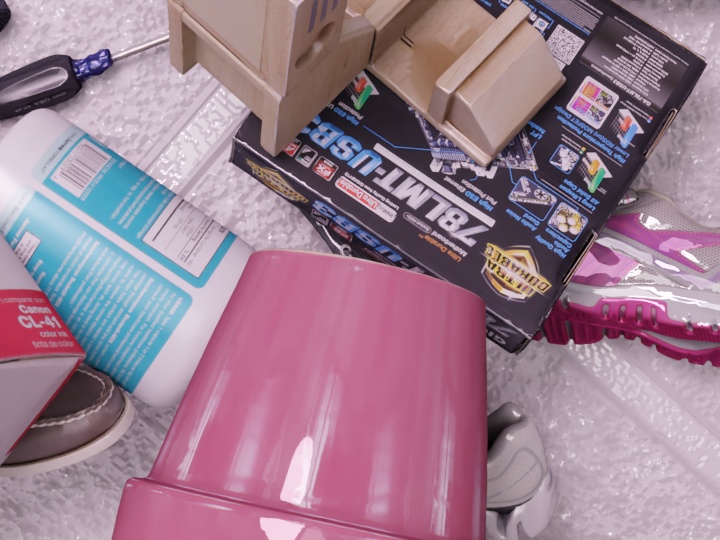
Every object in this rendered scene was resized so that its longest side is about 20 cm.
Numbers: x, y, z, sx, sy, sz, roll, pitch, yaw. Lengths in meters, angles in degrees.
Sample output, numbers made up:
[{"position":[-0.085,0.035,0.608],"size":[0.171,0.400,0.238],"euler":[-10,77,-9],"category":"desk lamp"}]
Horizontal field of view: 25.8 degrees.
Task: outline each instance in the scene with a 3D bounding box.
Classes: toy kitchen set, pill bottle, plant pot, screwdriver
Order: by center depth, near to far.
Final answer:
[{"position":[0.031,-0.151,0.784],"size":[0.163,0.181,0.200],"euler":[41,73,8],"category":"toy kitchen set"},{"position":[-0.015,0.091,0.807],"size":[0.199,0.200,0.180],"euler":[13,82,-3],"category":"plant pot"},{"position":[-0.133,0.004,0.907],"size":[0.200,0.111,0.111],"euler":[35,94,-5],"category":"pill bottle"},{"position":[-0.133,-0.135,0.931],"size":[0.199,0.028,0.029],"euler":[-24,125,4],"category":"screwdriver"}]

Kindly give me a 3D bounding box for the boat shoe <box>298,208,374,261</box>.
[{"position":[0.000,0.000,0.929],"size":[0.066,0.075,0.200],"euler":[-28,96,3],"category":"boat shoe"}]

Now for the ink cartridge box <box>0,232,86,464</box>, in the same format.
[{"position":[-0.257,0.021,0.828],"size":[0.148,0.085,0.200],"euler":[-48,65,24],"category":"ink cartridge box"}]

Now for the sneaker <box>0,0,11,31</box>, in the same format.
[{"position":[-0.306,-0.145,0.909],"size":[0.199,0.070,0.082],"euler":[-18,80,-7],"category":"sneaker"}]

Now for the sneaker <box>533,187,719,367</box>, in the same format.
[{"position":[0.148,-0.005,0.935],"size":[0.199,0.081,0.089],"euler":[11,69,7],"category":"sneaker"}]

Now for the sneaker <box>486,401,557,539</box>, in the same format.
[{"position":[0.014,0.116,0.924],"size":[0.199,0.075,0.081],"euler":[-6,131,6],"category":"sneaker"}]

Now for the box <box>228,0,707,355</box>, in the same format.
[{"position":[0.061,-0.089,0.888],"size":[0.200,0.050,0.199],"euler":[33,74,4],"category":"box"}]

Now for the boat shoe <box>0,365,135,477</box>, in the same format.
[{"position":[-0.226,0.072,0.902],"size":[0.199,0.072,0.060],"euler":[-1,125,22],"category":"boat shoe"}]
